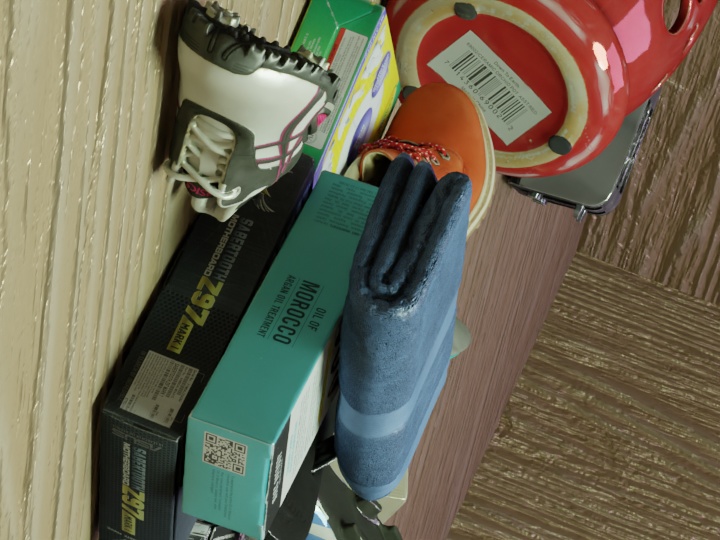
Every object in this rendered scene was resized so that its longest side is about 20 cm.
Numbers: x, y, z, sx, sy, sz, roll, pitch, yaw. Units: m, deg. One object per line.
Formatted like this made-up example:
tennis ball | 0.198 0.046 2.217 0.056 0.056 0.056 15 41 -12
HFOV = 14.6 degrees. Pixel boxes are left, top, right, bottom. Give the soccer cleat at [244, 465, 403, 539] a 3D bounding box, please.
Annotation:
soccer cleat | -0.055 0.127 1.728 0.086 0.200 0.070 -23 -165 29

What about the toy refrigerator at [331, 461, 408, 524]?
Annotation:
toy refrigerator | -0.036 0.151 1.879 0.200 0.070 0.076 130 -33 -56

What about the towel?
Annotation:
towel | 0.018 0.035 1.526 0.200 0.048 0.112 95 16 -55

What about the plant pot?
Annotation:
plant pot | 0.125 -0.178 1.894 0.183 0.200 0.201 -56 165 -44

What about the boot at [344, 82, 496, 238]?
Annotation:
boot | 0.032 -0.057 1.712 0.107 0.075 0.201 73 25 -47

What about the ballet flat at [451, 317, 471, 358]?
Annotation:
ballet flat | 0.005 0.032 1.846 0.200 0.067 0.064 -9 120 -43

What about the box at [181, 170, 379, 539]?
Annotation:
box | -0.036 0.043 1.527 0.082 0.049 0.200 98 14 -46

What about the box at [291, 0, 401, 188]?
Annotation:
box | -0.020 -0.086 1.693 0.200 0.048 0.118 77 35 -79

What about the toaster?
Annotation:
toaster | 0.247 -0.157 3.060 0.181 0.118 0.201 22 89 -83

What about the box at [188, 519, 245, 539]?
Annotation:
box | -0.124 0.221 1.763 0.200 0.050 0.158 29 81 -83

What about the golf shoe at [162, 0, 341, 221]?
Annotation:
golf shoe | -0.058 -0.073 1.372 0.088 0.077 0.200 -61 171 -4

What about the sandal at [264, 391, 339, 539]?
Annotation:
sandal | -0.028 0.080 1.670 0.045 0.075 0.200 -25 -144 30

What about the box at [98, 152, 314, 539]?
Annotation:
box | -0.086 0.047 1.569 0.158 0.051 0.200 100 13 -57
